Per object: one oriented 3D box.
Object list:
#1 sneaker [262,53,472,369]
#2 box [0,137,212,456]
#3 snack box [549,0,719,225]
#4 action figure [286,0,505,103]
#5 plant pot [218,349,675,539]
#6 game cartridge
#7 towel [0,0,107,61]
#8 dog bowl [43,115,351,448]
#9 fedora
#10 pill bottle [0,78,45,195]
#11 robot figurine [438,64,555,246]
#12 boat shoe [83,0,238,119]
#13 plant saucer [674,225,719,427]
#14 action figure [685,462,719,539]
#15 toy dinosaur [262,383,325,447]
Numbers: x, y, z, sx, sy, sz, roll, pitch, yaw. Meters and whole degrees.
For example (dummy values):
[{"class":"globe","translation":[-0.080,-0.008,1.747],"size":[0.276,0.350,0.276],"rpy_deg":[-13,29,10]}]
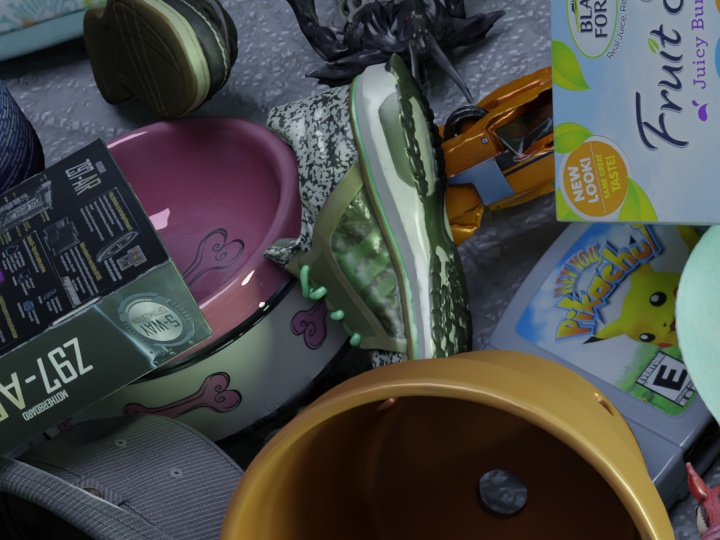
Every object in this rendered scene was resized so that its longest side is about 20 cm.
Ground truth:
[{"class":"sneaker","translation":[0.000,0.000,1.387],"size":[0.088,0.077,0.200],"rpy_deg":[-8,89,18]},{"class":"box","translation":[-0.166,0.019,1.353],"size":[0.160,0.044,0.200],"rpy_deg":[-30,23,-4]},{"class":"snack box","translation":[0.171,-0.121,1.302],"size":[0.168,0.068,0.200],"rpy_deg":[2,95,35]},{"class":"action figure","translation":[0.001,-0.172,1.563],"size":[0.119,0.102,0.200],"rpy_deg":[-23,49,-11]},{"class":"plant pot","translation":[0.051,0.122,1.275],"size":[0.200,0.200,0.140],"rpy_deg":[-6,15,17]},{"class":"game cartridge","translation":[0.144,0.024,1.409],"size":[0.133,0.040,0.200],"rpy_deg":[26,68,37]},{"class":"towel","translation":[-0.230,-0.202,1.635],"size":[0.200,0.171,0.048],"rpy_deg":[-14,15,11]},{"class":"dog bowl","translation":[-0.096,0.002,1.467],"size":[0.200,0.074,0.200],"rpy_deg":[-16,40,14]},{"class":"fedora","translation":[-0.107,0.127,1.349],"size":[0.200,0.177,0.090],"rpy_deg":[17,52,35]},{"class":"pill bottle","translation":[-0.233,-0.068,1.512],"size":[0.112,0.200,0.112],"rpy_deg":[-11,53,14]},{"class":"robot figurine","translation":[0.115,-0.080,1.451],"size":[0.200,0.058,0.145],"rpy_deg":[-26,9,7]},{"class":"boat shoe","translation":[-0.098,-0.123,1.535],"size":[0.066,0.072,0.201],"rpy_deg":[-20,9,-16]},{"class":"plant saucer","translation":[0.240,0.043,1.328],"size":[0.201,0.039,0.201],"rpy_deg":[5,51,-6]},{"class":"action figure","translation":[0.178,0.166,1.231],"size":[0.134,0.149,0.200],"rpy_deg":[-28,65,8]},{"class":"toy dinosaur","translation":[-0.004,0.111,1.399],"size":[0.200,0.047,0.088],"rpy_deg":[34,66,32]}]
